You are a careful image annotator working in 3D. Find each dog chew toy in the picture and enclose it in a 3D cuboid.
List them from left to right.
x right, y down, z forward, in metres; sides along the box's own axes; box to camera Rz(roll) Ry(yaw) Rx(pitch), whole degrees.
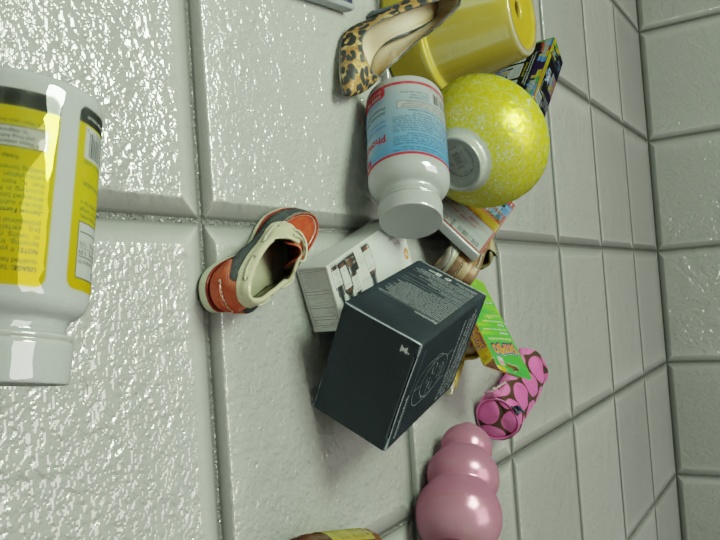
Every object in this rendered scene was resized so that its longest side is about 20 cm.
[{"bbox_3d":[0.148,0.311,1.115,0.125,0.123,0.201,59,32,-35],"label":"dog chew toy"}]

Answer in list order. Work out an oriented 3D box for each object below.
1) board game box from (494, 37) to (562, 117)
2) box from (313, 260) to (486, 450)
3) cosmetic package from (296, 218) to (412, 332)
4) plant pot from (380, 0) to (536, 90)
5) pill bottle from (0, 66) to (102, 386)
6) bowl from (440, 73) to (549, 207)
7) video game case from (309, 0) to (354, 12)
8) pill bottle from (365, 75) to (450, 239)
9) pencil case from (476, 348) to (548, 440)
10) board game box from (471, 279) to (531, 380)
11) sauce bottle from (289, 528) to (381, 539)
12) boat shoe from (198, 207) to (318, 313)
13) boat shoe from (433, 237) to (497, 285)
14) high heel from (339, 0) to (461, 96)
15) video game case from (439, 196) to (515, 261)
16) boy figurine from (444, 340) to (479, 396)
[{"bbox_3d":[0.245,-0.308,1.315,0.057,0.164,0.201,59,40,-31],"label":"board game box"},{"bbox_3d":[0.052,0.096,0.941,0.200,0.106,0.150,-27,139,-57],"label":"box"},{"bbox_3d":[0.000,0.000,0.978,0.200,0.050,0.084,-37,118,-54],"label":"cosmetic package"},{"bbox_3d":[0.157,-0.369,1.160,0.200,0.187,0.204,16,71,-57],"label":"plant pot"},{"bbox_3d":[-0.241,-0.024,0.527,0.114,0.113,0.203,17,71,-56],"label":"pill bottle"},{"bbox_3d":[0.159,-0.171,1.102,0.108,0.198,0.202,-39,118,-47],"label":"bowl"},{"bbox_3d":[-0.075,-0.429,0.947,0.199,0.022,0.185,-12,96,-59],"label":"video game case"},{"bbox_3d":[0.062,-0.148,1.013,0.109,0.108,0.202,40,41,-49],"label":"pill bottle"},{"bbox_3d":[0.272,0.210,1.361,0.094,0.090,0.200,63,33,-8],"label":"pencil case"},{"bbox_3d":[0.195,0.085,1.198,0.095,0.030,0.201,23,32,-41],"label":"board game box"},{"bbox_3d":[-0.045,0.319,0.845,0.199,0.065,0.067,24,65,-53],"label":"sauce bottle"},{"bbox_3d":[-0.091,-0.015,0.820,0.200,0.062,0.072,-45,121,-53],"label":"boat shoe"},{"bbox_3d":[0.180,-0.032,1.231,0.072,0.076,0.200,38,40,5],"label":"boat shoe"},{"bbox_3d":[0.051,-0.307,1.019,0.072,0.141,0.201,56,41,-37],"label":"high heel"},{"bbox_3d":[0.163,-0.110,1.219,0.143,0.017,0.200,43,39,2],"label":"video game case"},{"bbox_3d":[0.132,0.125,1.164,0.199,0.064,0.126,-1,83,-56],"label":"boy figurine"}]
